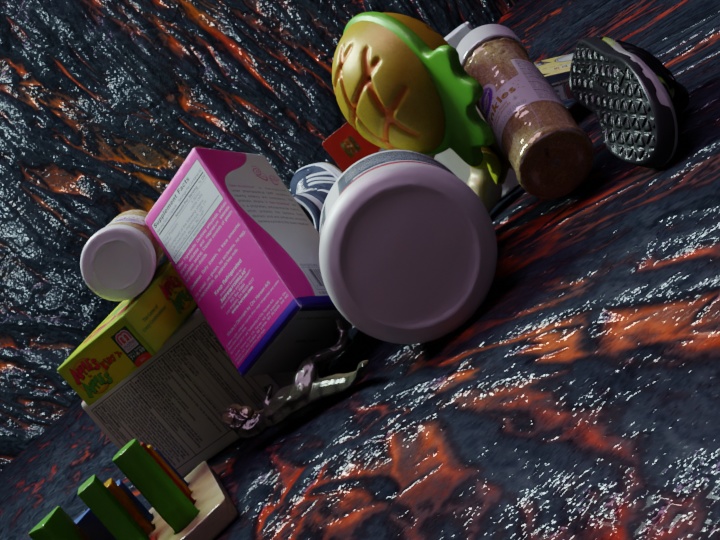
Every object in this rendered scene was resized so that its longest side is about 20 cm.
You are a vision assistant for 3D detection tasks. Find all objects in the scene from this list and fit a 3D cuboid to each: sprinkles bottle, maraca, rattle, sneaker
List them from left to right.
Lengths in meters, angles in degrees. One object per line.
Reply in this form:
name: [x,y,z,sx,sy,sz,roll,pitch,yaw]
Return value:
sprinkles bottle: [-0.229,-0.018,1.198,0.068,0.068,0.200,-40,9,1]
sneaker: [-0.064,-0.080,1.483,0.107,0.071,0.199,-13,24,-28]
maraca: [0.046,-0.160,1.079,0.107,0.138,0.199,-36,37,-20]
rattle: [0.090,-0.066,1.138,0.142,0.132,0.199,26,39,36]
sprinkles bottle: [0.141,-0.145,1.075,0.068,0.068,0.201,-38,36,14]
sneaker: [0.231,-0.143,0.975,0.201,0.082,0.072,-103,20,-59]

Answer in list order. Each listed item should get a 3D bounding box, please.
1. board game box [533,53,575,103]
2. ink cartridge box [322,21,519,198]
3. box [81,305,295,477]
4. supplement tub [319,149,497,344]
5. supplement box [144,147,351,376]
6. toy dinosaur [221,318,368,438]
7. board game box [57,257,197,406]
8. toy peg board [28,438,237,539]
board game box: [0.180,-0.203,1.356,0.197,0.035,0.136,-12,15,11]
ink cartridge box: [0.082,-0.130,1.260,0.199,0.163,0.057,-38,7,8]
box: [-0.164,0.110,1.249,0.199,0.128,0.109,-36,10,24]
supplement tub: [0.034,-0.026,1.017,0.140,0.141,0.200,-40,9,5]
supplement box: [-0.100,-0.010,1.148,0.101,0.201,0.104,1,-42,-51]
toy dinosaur: [-0.041,0.096,1.077,0.199,0.048,0.088,-31,19,41]
board game box: [-0.206,0.041,1.193,0.101,0.048,0.200,-36,11,27]
toy peg board: [-0.218,0.221,1.031,0.200,0.098,0.199,-42,8,-9]
